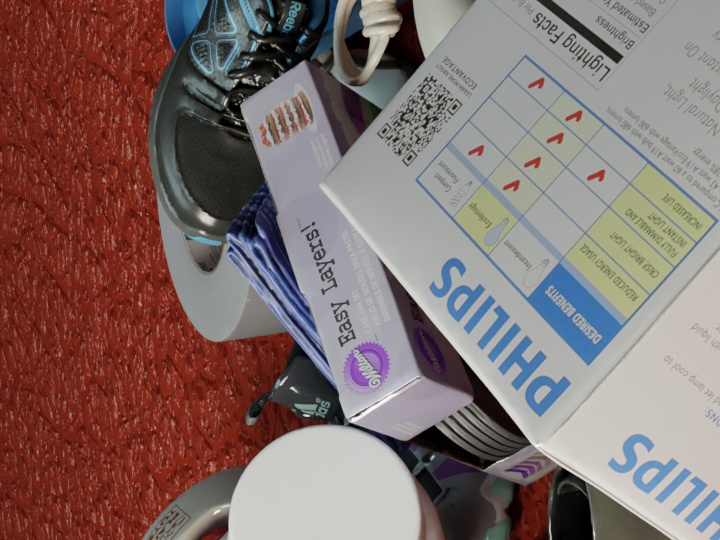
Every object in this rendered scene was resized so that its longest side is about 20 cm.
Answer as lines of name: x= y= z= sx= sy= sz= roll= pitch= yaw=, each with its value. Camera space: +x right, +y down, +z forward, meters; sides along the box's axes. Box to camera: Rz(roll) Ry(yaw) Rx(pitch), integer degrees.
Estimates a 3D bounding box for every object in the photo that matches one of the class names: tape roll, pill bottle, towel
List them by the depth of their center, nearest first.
pill bottle: x=-0.010 y=0.157 z=0.991 sx=0.200 sy=0.112 sz=0.114 roll=78 pitch=175 yaw=-66
towel: x=0.000 y=0.000 z=1.018 sx=0.145 sy=0.024 sz=0.200 roll=52 pitch=-157 yaw=-11
tape roll: x=-0.086 y=-0.053 z=1.359 sx=0.200 sy=0.066 sz=0.203 roll=173 pitch=90 yaw=-66

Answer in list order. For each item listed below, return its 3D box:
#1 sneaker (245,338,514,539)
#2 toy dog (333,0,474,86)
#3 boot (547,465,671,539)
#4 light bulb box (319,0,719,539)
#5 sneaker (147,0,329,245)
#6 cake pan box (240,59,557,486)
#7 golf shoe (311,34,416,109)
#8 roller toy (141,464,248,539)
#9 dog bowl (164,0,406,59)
sneaker: x=0.002 y=0.087 z=1.103 sx=0.078 sy=0.139 sz=0.201 roll=119 pitch=138 yaw=-52
toy dog: x=0.052 y=-0.191 z=0.970 sx=0.131 sy=0.096 sz=0.202 roll=0 pitch=93 yaw=58
boot: x=0.141 y=0.042 z=0.780 sx=0.077 sy=0.137 sz=0.202 roll=-162 pitch=68 yaw=-64
light bulb box: x=0.120 y=-0.035 z=0.709 sx=0.200 sy=0.125 sz=0.198 roll=-49 pitch=38 yaw=7
sneaker: x=-0.062 y=-0.114 z=1.024 sx=0.082 sy=0.073 sz=0.202 roll=-3 pitch=75 yaw=64
cake pan box: x=0.030 y=0.009 z=0.985 sx=0.052 sy=0.184 sz=0.201 roll=-33 pitch=58 yaw=23
golf shoe: x=-0.027 y=-0.108 z=1.178 sx=0.200 sy=0.094 sz=0.079 roll=42 pitch=132 yaw=54
roller toy: x=-0.056 y=0.221 z=1.219 sx=0.140 sy=0.181 sz=0.202 roll=-159 pitch=65 yaw=-64
dog bowl: x=-0.029 y=-0.184 z=1.112 sx=0.199 sy=0.049 sz=0.112 roll=-28 pitch=61 yaw=31
